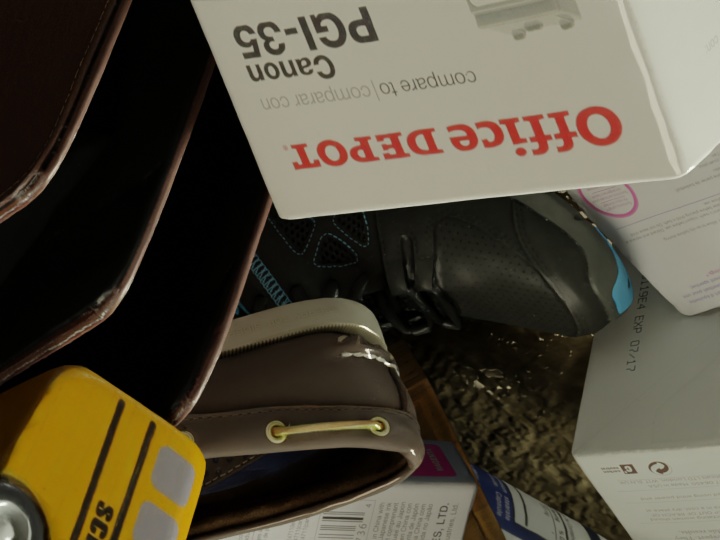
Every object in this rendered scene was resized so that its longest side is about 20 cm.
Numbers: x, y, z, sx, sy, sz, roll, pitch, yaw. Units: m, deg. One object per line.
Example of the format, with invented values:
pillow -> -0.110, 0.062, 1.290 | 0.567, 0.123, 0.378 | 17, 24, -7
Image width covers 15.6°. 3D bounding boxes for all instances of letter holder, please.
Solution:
letter holder -> -0.067, -0.058, 0.808 | 0.100, 0.201, 0.142 | 33, 141, -24

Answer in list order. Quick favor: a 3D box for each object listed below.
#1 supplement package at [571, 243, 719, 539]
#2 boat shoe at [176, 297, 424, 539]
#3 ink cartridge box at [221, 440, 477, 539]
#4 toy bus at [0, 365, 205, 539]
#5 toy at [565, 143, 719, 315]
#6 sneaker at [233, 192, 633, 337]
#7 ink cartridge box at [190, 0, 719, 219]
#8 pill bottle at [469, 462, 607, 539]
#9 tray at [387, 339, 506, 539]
supplement package -> 0.173, 0.072, 0.970 | 0.109, 0.114, 0.200 | -7, 141, 29
boat shoe -> -0.078, 0.070, 0.863 | 0.199, 0.060, 0.072 | -17, 143, -12
ink cartridge box -> -0.065, 0.117, 0.955 | 0.199, 0.042, 0.120 | 2, 116, -21
toy bus -> -0.109, 0.123, 0.722 | 0.078, 0.201, 0.065 | 38, 139, -28
toy -> 0.089, -0.077, 0.844 | 0.200, 0.047, 0.115 | 44, 145, -21
sneaker -> 0.000, 0.000, 0.931 | 0.199, 0.082, 0.073 | 14, 150, 28
ink cartridge box -> 0.018, -0.122, 0.717 | 0.146, 0.083, 0.201 | -5, 117, 38
pill bottle -> 0.047, 0.146, 1.121 | 0.199, 0.111, 0.111 | 30, 143, -19
tray -> -0.048, 0.118, 1.005 | 0.199, 0.037, 0.099 | -28, 120, -3
